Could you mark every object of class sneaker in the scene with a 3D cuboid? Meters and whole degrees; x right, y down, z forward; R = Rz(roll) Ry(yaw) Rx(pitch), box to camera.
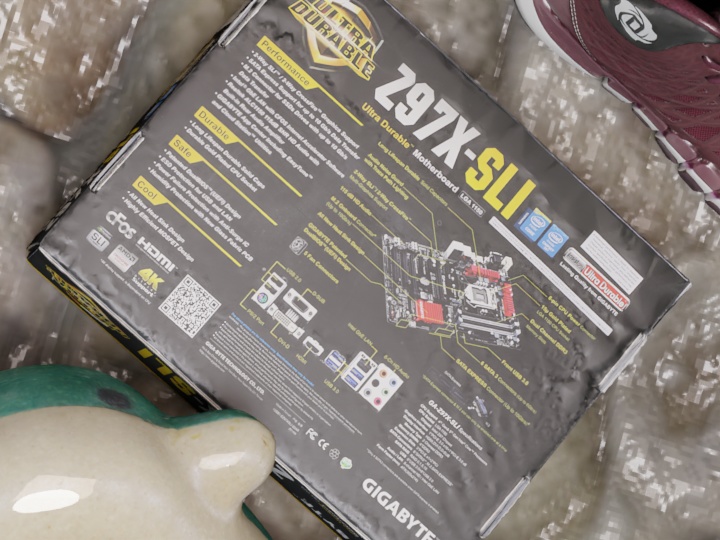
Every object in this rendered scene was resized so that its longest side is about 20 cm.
[{"bbox_3d":[0.151,-0.071,0.921,0.200,0.116,0.076,34,80,-8],"label":"sneaker"}]

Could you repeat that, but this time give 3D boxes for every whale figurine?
[{"bbox_3d":[-0.082,0.103,0.875,0.200,0.104,0.159,21,115,-30],"label":"whale figurine"}]

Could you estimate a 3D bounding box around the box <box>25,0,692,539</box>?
[{"bbox_3d":[0.000,0.000,0.917,0.200,0.049,0.160,41,76,-7],"label":"box"}]
